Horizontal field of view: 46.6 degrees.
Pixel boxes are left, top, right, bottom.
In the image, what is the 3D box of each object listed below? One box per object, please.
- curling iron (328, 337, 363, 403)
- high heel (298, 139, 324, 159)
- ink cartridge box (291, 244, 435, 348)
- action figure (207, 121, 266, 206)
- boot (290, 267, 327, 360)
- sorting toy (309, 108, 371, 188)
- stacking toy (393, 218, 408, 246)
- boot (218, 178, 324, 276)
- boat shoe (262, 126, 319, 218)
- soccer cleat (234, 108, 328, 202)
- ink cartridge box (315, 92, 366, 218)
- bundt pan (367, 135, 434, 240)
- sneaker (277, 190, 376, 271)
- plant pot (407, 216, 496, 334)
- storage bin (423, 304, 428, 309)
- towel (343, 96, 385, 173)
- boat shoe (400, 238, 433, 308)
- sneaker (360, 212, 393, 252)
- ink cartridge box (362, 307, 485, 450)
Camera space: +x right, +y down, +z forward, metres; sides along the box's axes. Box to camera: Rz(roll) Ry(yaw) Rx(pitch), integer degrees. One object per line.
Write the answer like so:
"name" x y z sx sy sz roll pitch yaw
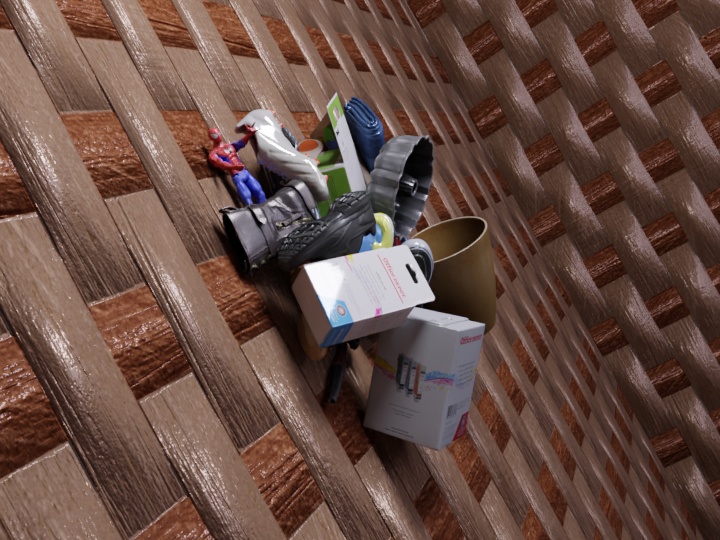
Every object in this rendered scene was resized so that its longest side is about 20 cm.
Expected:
"curling iron" -0.030 0.154 1.390 0.026 0.049 0.201 42 29 -11
"high heel" -0.097 -0.184 1.666 0.202 0.066 0.097 -93 175 -54
"ink cartridge box" 0.006 0.037 1.319 0.197 0.068 0.116 -12 62 -31
"action figure" -0.179 -0.156 1.368 0.065 0.098 0.202 -39 97 -40
"boot" -0.035 0.079 1.392 0.142 0.071 0.203 19 35 -31
"sorting toy" -0.044 -0.219 1.702 0.188 0.036 0.200 63 -17 2
"stacking toy" -0.001 -0.042 1.636 0.199 0.115 0.111 -20 77 -56
"boot" -0.127 -0.037 1.342 0.173 0.069 0.202 -36 100 -40
"boat shoe" -0.126 -0.156 1.477 0.091 0.070 0.202 107 -39 -60
"soccer cleat" -0.132 -0.185 1.408 0.077 0.069 0.201 -35 78 -28
"ink cartridge box" -0.054 -0.205 1.525 0.148 0.074 0.203 -73 148 -68
"bundt pan" 0.071 -0.167 1.599 0.202 0.075 0.205 -52 152 -43
"sneaker" -0.044 -0.047 1.324 0.199 0.075 0.092 -36 116 -27
"plant pot" 0.190 0.028 1.628 0.187 0.183 0.203 -68 138 -63
"storage bin" 0.102 0.061 1.719 0.136 0.093 0.201 49 24 -25
"towel" 0.016 -0.234 1.652 0.112 0.048 0.202 50 -22 38
"boat shoe" 0.095 0.035 1.511 0.072 0.071 0.202 -90 -178 -47
"sneaker" 0.004 -0.001 1.506 0.076 0.103 0.205 -173 -97 -70
"ink cartridge box" 0.110 0.174 1.413 0.145 0.142 0.204 0 102 -64
